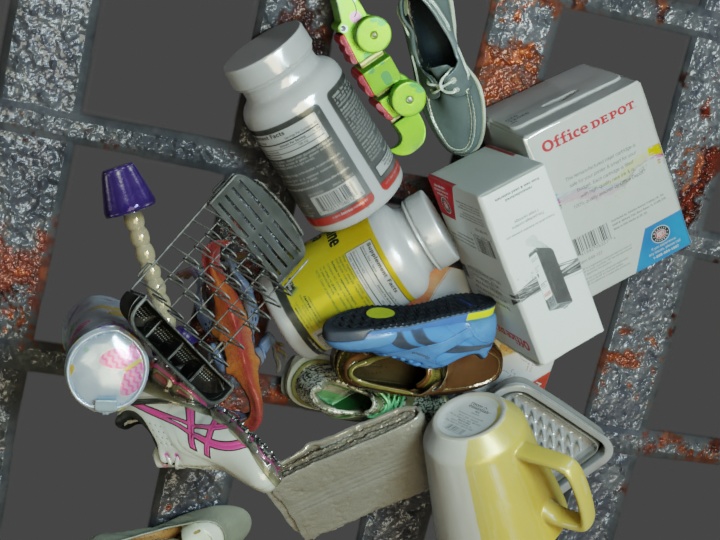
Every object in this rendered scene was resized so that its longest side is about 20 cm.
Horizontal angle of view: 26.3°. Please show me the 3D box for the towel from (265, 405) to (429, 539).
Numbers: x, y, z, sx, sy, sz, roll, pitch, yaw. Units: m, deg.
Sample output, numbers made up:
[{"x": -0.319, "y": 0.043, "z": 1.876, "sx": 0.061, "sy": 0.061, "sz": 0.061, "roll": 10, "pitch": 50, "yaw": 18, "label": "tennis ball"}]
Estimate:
[{"x": -0.004, "y": 0.228, "z": 1.732, "sx": 0.199, "sy": 0.035, "sz": 0.133, "roll": -23, "pitch": 136, "yaw": 5, "label": "towel"}]

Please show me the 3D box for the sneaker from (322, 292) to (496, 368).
[{"x": 0.054, "y": 0.075, "z": 1.596, "sx": 0.199, "sy": 0.066, "sz": 0.079, "roll": -6, "pitch": 113, "yaw": -26, "label": "sneaker"}]

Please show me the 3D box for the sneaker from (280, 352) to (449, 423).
[{"x": 0.012, "y": 0.149, "z": 1.724, "sx": 0.199, "sy": 0.089, "sz": 0.077, "roll": 10, "pitch": 103, "yaw": -19, "label": "sneaker"}]

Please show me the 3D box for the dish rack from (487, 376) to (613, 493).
[{"x": 0.172, "y": 0.204, "z": 1.776, "sx": 0.171, "sy": 0.044, "sz": 0.200, "roll": 34, "pitch": 125, "yaw": -21, "label": "dish rack"}]

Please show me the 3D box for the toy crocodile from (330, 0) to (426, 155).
[{"x": 0.015, "y": -0.214, "z": 1.629, "sx": 0.062, "sy": 0.068, "sz": 0.201, "roll": -32, "pitch": 112, "yaw": -4, "label": "toy crocodile"}]

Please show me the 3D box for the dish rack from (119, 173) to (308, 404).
[{"x": -0.135, "y": 0.012, "z": 1.526, "sx": 0.200, "sy": 0.054, "sz": 0.154, "roll": -50, "pitch": 130, "yaw": -12, "label": "dish rack"}]

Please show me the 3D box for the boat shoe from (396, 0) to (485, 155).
[{"x": 0.081, "y": -0.212, "z": 1.639, "sx": 0.072, "sy": 0.062, "sz": 0.201, "roll": -8, "pitch": 107, "yaw": 24, "label": "boat shoe"}]

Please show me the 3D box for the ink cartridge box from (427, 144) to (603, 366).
[{"x": 0.163, "y": -0.018, "z": 1.630, "sx": 0.083, "sy": 0.144, "sz": 0.201, "roll": -26, "pitch": 110, "yaw": -12, "label": "ink cartridge box"}]

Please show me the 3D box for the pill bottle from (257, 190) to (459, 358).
[{"x": 0.000, "y": 0.000, "z": 1.643, "sx": 0.199, "sy": 0.113, "sz": 0.113, "roll": -30, "pitch": 113, "yaw": 8, "label": "pill bottle"}]

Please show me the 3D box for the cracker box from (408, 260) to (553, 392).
[{"x": 0.129, "y": 0.064, "z": 1.751, "sx": 0.199, "sy": 0.058, "sz": 0.135, "roll": 13, "pitch": 102, "yaw": -20, "label": "cracker box"}]

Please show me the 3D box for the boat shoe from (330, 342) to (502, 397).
[{"x": 0.069, "y": 0.110, "z": 1.679, "sx": 0.199, "sy": 0.068, "sz": 0.072, "roll": -1, "pitch": 104, "yaw": -17, "label": "boat shoe"}]

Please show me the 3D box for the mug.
[{"x": 0.153, "y": 0.213, "z": 1.674, "sx": 0.185, "sy": 0.150, "sz": 0.154, "roll": -12, "pitch": 119, "yaw": 12, "label": "mug"}]

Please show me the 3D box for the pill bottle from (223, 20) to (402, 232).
[{"x": -0.050, "y": -0.150, "z": 1.603, "sx": 0.116, "sy": 0.116, "sz": 0.201, "roll": -34, "pitch": 112, "yaw": -4, "label": "pill bottle"}]

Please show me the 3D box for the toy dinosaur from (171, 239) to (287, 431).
[{"x": -0.144, "y": 0.080, "z": 1.632, "sx": 0.104, "sy": 0.200, "sz": 0.183, "roll": -16, "pitch": 79, "yaw": 5, "label": "toy dinosaur"}]

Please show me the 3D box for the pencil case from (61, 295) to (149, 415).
[{"x": -0.262, "y": 0.083, "z": 1.567, "sx": 0.083, "sy": 0.200, "sz": 0.091, "roll": 17, "pitch": 94, "yaw": -14, "label": "pencil case"}]

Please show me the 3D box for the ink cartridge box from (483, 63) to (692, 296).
[{"x": 0.241, "y": -0.101, "z": 1.686, "sx": 0.147, "sy": 0.145, "sz": 0.201, "roll": -26, "pitch": 112, "yaw": -11, "label": "ink cartridge box"}]

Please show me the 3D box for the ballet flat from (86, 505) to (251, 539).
[{"x": -0.213, "y": 0.313, "z": 1.720, "sx": 0.199, "sy": 0.064, "sz": 0.068, "roll": -11, "pitch": 109, "yaw": -14, "label": "ballet flat"}]

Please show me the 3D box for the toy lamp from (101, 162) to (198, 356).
[{"x": -0.223, "y": -0.013, "z": 1.612, "sx": 0.058, "sy": 0.058, "sz": 0.201, "roll": -20, "pitch": 99, "yaw": -10, "label": "toy lamp"}]

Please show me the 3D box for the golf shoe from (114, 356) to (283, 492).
[{"x": -0.166, "y": 0.179, "z": 1.602, "sx": 0.092, "sy": 0.200, "sz": 0.073, "roll": -52, "pitch": 154, "yaw": -8, "label": "golf shoe"}]
